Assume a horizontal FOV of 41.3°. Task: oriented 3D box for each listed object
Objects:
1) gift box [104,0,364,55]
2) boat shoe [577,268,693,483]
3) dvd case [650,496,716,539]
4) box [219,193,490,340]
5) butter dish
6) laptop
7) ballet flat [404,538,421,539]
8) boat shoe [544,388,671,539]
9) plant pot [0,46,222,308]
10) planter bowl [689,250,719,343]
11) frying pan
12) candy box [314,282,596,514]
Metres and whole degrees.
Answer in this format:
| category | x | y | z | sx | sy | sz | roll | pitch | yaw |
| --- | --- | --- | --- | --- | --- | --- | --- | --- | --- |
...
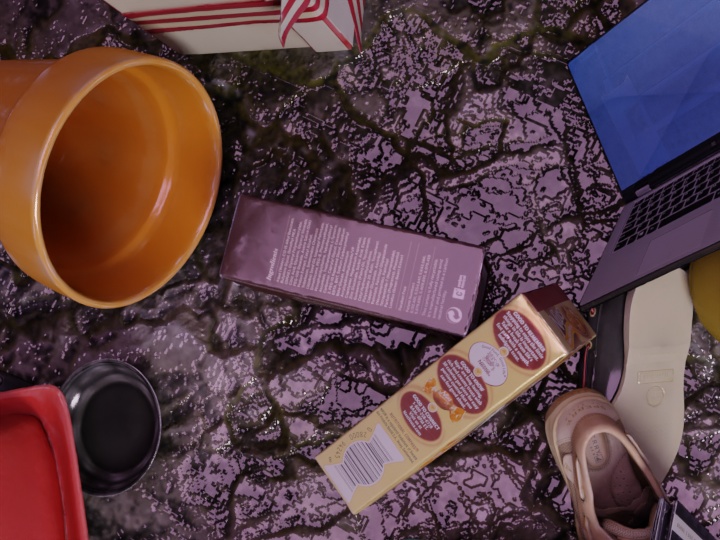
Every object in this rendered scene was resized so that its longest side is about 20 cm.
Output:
| category | x | y | z | sx | sy | sz | roll | pitch | yaw |
| --- | --- | --- | --- | --- | --- | --- | --- | --- | --- |
| gift box | -0.087 | -0.256 | 0.739 | 0.185 | 0.184 | 0.202 | 0 | 87 | 20 |
| boat shoe | 0.205 | 0.090 | 0.735 | 0.073 | 0.063 | 0.203 | 4 | 98 | -18 |
| dvd case | 0.211 | 0.272 | 0.644 | 0.016 | 0.149 | 0.201 | 2 | 63 | 38 |
| box | 0.000 | 0.000 | 0.763 | 0.199 | 0.100 | 0.075 | 12 | 85 | 11 |
| butter dish | -0.336 | 0.206 | 0.767 | 0.198 | 0.148 | 0.201 | -14 | 82 | 21 |
| laptop | 0.215 | -0.103 | 0.679 | 0.116 | 0.187 | 0.200 | 42 | 53 | -10 |
| ballet flat | 0.102 | 0.241 | 0.701 | 0.199 | 0.072 | 0.072 | -8 | 81 | 33 |
| boat shoe | 0.191 | 0.183 | 0.689 | 0.071 | 0.065 | 0.201 | -29 | 107 | 2 |
| plant pot | -0.247 | -0.092 | 0.786 | 0.182 | 0.200 | 0.201 | 20 | 87 | 29 |
| planter bowl | 0.296 | -0.002 | 0.689 | 0.083 | 0.200 | 0.202 | 14 | 85 | 44 |
| frying pan | -0.250 | 0.137 | 0.829 | 0.189 | 0.031 | 0.116 | -6 | 80 | 22 |
| candy box | 0.072 | 0.092 | 0.706 | 0.200 | 0.115 | 0.055 | -40 | 78 | 20 |
